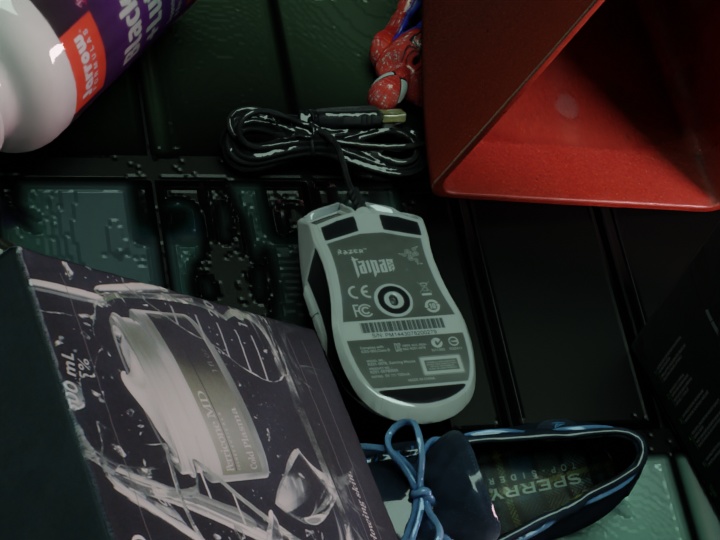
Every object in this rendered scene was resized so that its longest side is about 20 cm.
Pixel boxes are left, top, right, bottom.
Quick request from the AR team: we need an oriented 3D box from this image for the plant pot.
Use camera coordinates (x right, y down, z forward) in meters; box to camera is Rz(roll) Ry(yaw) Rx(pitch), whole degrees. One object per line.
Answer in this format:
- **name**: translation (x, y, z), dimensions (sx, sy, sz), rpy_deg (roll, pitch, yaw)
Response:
- **plant pot**: translation (0.142, -0.160, 1.011), dimensions (0.199, 0.200, 0.177), rpy_deg (2, 58, -30)

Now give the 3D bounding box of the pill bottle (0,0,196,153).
- **pill bottle**: translation (-0.165, -0.129, 0.967), dimensions (0.111, 0.112, 0.200), rpy_deg (34, 54, 6)

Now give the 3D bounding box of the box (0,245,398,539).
- **box**: translation (-0.082, 0.119, 0.769), dimensions (0.196, 0.124, 0.201), rpy_deg (16, 44, -54)

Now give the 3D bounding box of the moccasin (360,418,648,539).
- **moccasin**: translation (0.041, 0.099, 0.905), dimensions (0.199, 0.068, 0.081), rpy_deg (-17, 75, -25)

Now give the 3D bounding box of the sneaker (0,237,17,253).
- **sneaker**: translation (-0.185, -0.007, 0.839), dimensions (0.076, 0.200, 0.084), rpy_deg (-14, 91, 3)

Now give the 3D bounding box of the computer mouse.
- **computer mouse**: translation (0.000, 0.000, 0.980), dimensions (0.109, 0.044, 0.201), rpy_deg (-2, 54, -21)

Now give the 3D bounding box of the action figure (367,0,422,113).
- **action figure**: translation (0.061, -0.149, 1.096), dimensions (0.065, 0.052, 0.200), rpy_deg (38, 56, 3)

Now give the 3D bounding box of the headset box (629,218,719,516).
- **headset box**: translation (0.232, 0.055, 0.938), dimensions (0.092, 0.174, 0.201), rpy_deg (-13, 61, -24)
